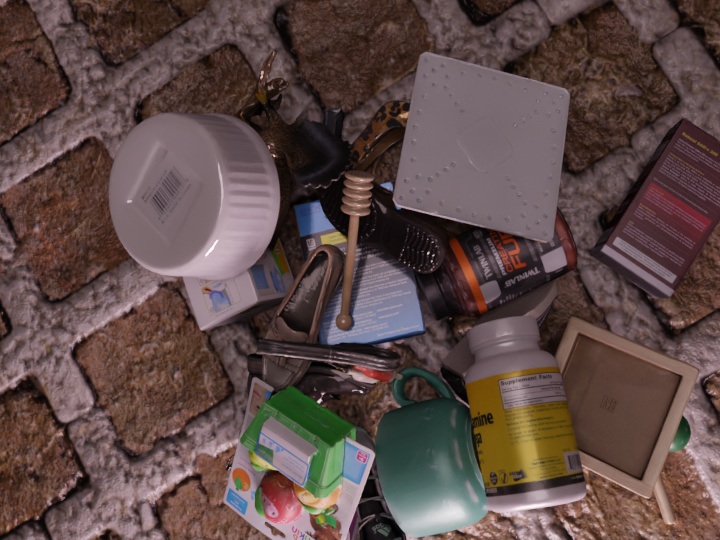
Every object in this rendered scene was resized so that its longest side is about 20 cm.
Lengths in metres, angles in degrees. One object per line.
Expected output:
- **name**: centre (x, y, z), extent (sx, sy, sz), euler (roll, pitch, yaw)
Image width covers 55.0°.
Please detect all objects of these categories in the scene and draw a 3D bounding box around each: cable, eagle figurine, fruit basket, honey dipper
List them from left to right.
- **eagle figurine**: centre (-0.101, -0.144, 0.891), extent (0.149, 0.152, 0.202), euler (-29, 73, -13)
- **fruit basket**: centre (-0.088, 0.260, 0.852), extent (0.183, 0.093, 0.204), euler (28, 108, 22)
- **cable**: centre (-0.029, 0.114, 0.834), extent (0.096, 0.197, 0.052), euler (7, 90, 49)
- **honey dipper**: centre (-0.011, -0.019, 0.854), extent (0.037, 0.038, 0.205), euler (8, 109, 7)

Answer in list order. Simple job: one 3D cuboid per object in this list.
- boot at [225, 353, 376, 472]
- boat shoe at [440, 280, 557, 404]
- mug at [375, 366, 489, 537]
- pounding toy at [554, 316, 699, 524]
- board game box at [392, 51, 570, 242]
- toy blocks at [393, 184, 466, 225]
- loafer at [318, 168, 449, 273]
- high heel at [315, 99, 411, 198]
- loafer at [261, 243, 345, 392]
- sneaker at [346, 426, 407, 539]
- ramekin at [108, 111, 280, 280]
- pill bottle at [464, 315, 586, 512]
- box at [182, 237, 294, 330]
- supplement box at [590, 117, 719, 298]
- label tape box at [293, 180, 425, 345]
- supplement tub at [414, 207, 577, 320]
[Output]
- **boot**: centre (-0.081, 0.209, 0.937), extent (0.195, 0.069, 0.179), euler (6, 92, 11)
- **boat shoe**: centre (0.195, 0.102, 0.913), extent (0.199, 0.074, 0.094), euler (-40, 118, -13)
- **mug**: centre (0.096, 0.222, 0.849), extent (0.112, 0.152, 0.189), euler (-20, 99, 23)
- **pounding toy**: centre (0.327, 0.190, 0.861), extent (0.197, 0.142, 0.188), euler (23, 88, 24)
- **board game box**: centre (0.148, -0.149, 0.843), extent (0.195, 0.026, 0.205), euler (13, 75, -4)
- **toy blocks**: centre (0.160, -0.134, 0.913), extent (0.137, 0.100, 0.200), euler (45, 75, -1)
- **loafer**: centre (0.031, -0.065, 0.881), extent (0.199, 0.071, 0.074), euler (37, 121, 18)
- **high heel**: centre (0.031, -0.150, 0.934), extent (0.195, 0.071, 0.146), euler (1, 80, 23)
- **loafer**: centre (-0.080, 0.058, 0.876), extent (0.071, 0.063, 0.204), euler (24, 89, 11)
- **sneaker**: centre (0.019, 0.304, 0.866), extent (0.076, 0.140, 0.205), euler (-11, 91, -17)
- **ramekin**: centre (-0.201, -0.088, 0.815), extent (0.196, 0.097, 0.206), euler (2, 94, 25)
- **pill bottle**: centre (0.181, 0.162, 0.790), extent (0.110, 0.113, 0.205), euler (-10, 73, 5)
- **box**: centre (-0.178, -0.040, 0.922), extent (0.100, 0.112, 0.204), euler (-23, 84, 23)
- **supplement box**: centre (0.402, -0.078, 0.900), extent (0.108, 0.061, 0.202), euler (34, 91, 6)
- **label tape box**: centre (0.000, 0.000, 0.935), extent (0.141, 0.063, 0.205), euler (-13, 82, 5)
- **supplement tub**: centre (0.172, -0.009, 0.896), extent (0.197, 0.107, 0.109), euler (-26, 84, 3)
